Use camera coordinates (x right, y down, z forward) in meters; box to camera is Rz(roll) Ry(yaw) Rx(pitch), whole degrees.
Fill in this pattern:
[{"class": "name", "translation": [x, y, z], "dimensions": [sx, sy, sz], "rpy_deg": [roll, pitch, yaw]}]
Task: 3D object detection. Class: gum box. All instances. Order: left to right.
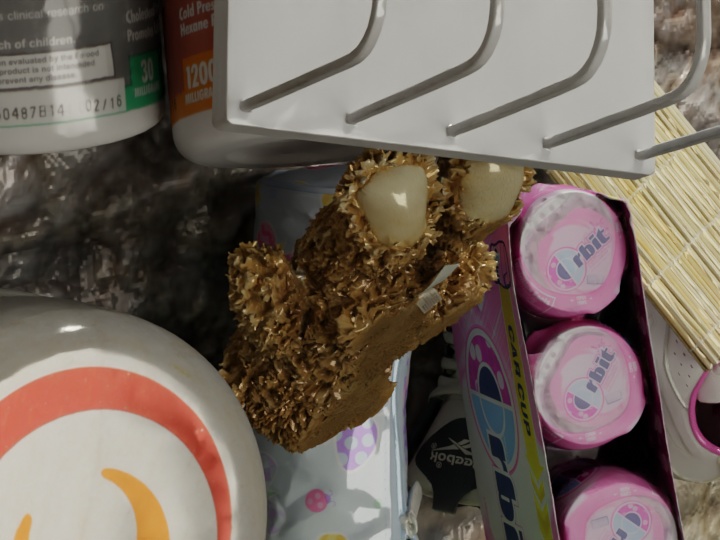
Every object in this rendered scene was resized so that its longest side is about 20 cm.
[{"class": "gum box", "translation": [0.095, 0.054, 1.162], "dimensions": [0.066, 0.113, 0.201], "rpy_deg": [-12, 98, -14]}]

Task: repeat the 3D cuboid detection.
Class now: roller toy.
[{"class": "roller toy", "translation": [-0.143, 0.104, 1.013], "dimensions": [0.182, 0.139, 0.201], "rpy_deg": [-27, 109, -28]}]

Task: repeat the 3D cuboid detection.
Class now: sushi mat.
[{"class": "sushi mat", "translation": [0.157, -0.047, 1.308], "dimensions": [0.200, 0.012, 0.096], "rpy_deg": [50, 58, -7]}]

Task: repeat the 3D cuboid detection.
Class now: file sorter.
[{"class": "file sorter", "translation": [0.059, -0.123, 0.925], "dimensions": [0.199, 0.124, 0.140], "rpy_deg": [5, 79, -28]}]

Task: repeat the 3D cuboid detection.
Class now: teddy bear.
[{"class": "teddy bear", "translation": [0.000, 0.000, 1.049], "dimensions": [0.145, 0.067, 0.200], "rpy_deg": [-28, 160, -22]}]

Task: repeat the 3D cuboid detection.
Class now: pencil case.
[{"class": "pencil case", "translation": [-0.011, 0.048, 1.166], "dimensions": [0.083, 0.090, 0.201], "rpy_deg": [-6, 100, -42]}]

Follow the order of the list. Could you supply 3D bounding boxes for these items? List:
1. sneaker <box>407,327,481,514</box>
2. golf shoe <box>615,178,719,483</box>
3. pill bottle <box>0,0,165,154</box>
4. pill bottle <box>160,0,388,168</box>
[{"class": "sneaker", "translation": [0.064, 0.058, 1.247], "dimensions": [0.130, 0.079, 0.200], "rpy_deg": [-54, 139, -35]}, {"class": "golf shoe", "translation": [0.177, 0.026, 1.344], "dimensions": [0.075, 0.091, 0.201], "rpy_deg": [-28, 113, -37]}, {"class": "pill bottle", "translation": [-0.143, -0.155, 0.990], "dimensions": [0.113, 0.113, 0.201], "rpy_deg": [-16, 108, -41]}, {"class": "pill bottle", "translation": [-0.032, -0.149, 1.014], "dimensions": [0.112, 0.112, 0.201], "rpy_deg": [0, 82, -44]}]
